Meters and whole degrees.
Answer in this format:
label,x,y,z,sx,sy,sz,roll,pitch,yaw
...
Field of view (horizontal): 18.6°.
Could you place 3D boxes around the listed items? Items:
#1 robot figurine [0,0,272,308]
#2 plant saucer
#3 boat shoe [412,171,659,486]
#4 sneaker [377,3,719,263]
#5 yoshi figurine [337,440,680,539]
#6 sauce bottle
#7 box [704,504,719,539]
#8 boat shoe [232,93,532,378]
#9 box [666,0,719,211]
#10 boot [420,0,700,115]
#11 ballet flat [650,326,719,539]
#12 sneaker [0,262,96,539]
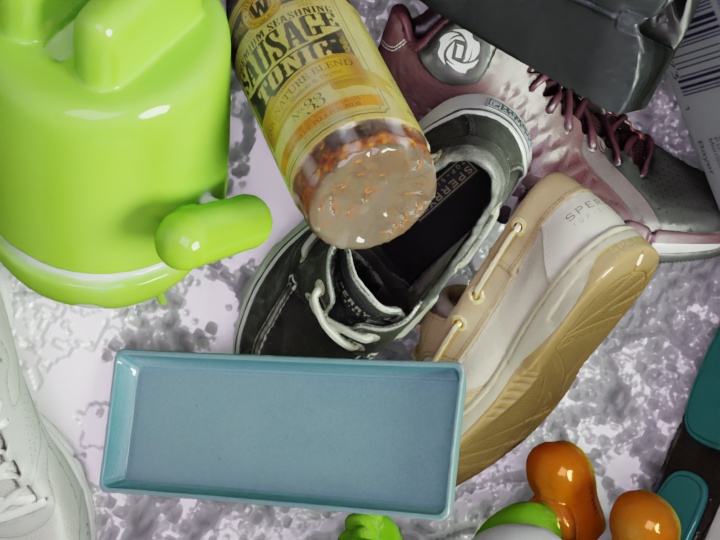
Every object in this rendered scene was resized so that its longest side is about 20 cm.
label,x,y,z,sx,sy,sz,roll,pitch,yaw
robot figurine,-0.117,-0.065,0.990,0.175,0.201,0.116,29,53,17
plant saucer,-0.037,0.075,1.021,0.199,0.019,0.070,0,80,35
boat shoe,0.062,0.033,1.029,0.069,0.074,0.200,53,129,21
sneaker,0.096,-0.077,1.029,0.199,0.076,0.116,12,113,-3
yoshi figurine,0.045,0.140,0.987,0.200,0.112,0.112,-29,80,-30
sauce bottle,-0.027,-0.096,0.990,0.066,0.200,0.066,-15,137,-15
box,0.298,0.118,0.978,0.198,0.200,0.172,21,94,-26
boat shoe,0.000,0.000,1.014,0.071,0.064,0.200,37,122,-7
box,0.245,-0.120,1.007,0.199,0.105,0.185,-24,95,-19
boot,0.064,-0.179,0.947,0.200,0.066,0.165,33,127,27
ballet flat,0.183,0.097,1.072,0.072,0.072,0.201,25,93,-4
sneaker,-0.182,0.073,1.035,0.075,0.092,0.201,-21,95,0
